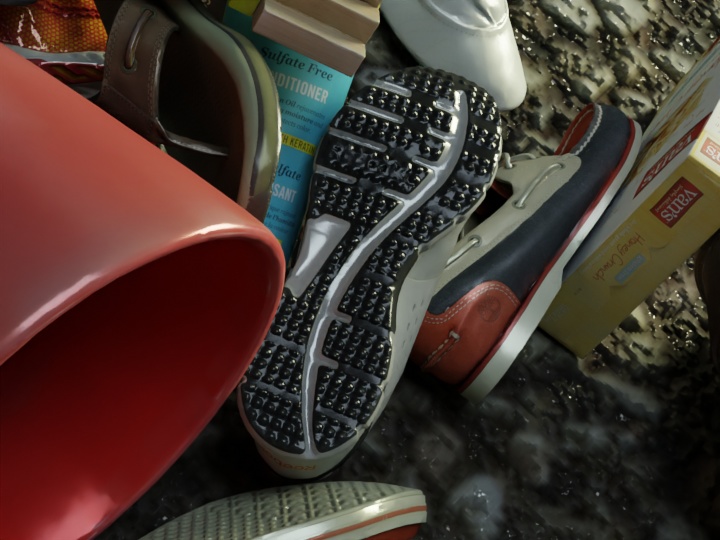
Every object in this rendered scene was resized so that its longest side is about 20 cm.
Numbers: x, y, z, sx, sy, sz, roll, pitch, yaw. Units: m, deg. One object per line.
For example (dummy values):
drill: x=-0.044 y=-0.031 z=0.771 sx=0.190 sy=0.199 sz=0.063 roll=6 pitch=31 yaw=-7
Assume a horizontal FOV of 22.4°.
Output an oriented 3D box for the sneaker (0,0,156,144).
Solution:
sneaker: x=-0.174 y=-0.104 z=0.797 sx=0.200 sy=0.073 sz=0.077 roll=17 pitch=37 yaw=-28

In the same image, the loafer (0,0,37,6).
loafer: x=-0.166 y=-0.167 z=0.776 sx=0.072 sy=0.063 sz=0.200 roll=12 pitch=20 yaw=-20

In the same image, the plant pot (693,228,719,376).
plant pot: x=0.249 y=0.081 z=0.823 sx=0.200 sy=0.200 sz=0.199 roll=18 pitch=58 yaw=-18

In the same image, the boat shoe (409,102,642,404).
boat shoe: x=0.075 y=-0.022 z=0.873 sx=0.062 sy=0.071 sz=0.200 roll=35 pitch=52 yaw=1

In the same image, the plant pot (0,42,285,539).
plant pot: x=-0.156 y=0.001 z=0.651 sx=0.177 sy=0.201 sz=0.200 roll=44 pitch=47 yaw=17

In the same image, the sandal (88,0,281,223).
sandal: x=-0.088 y=-0.082 z=0.736 sx=0.057 sy=0.080 sz=0.201 roll=-11 pitch=52 yaw=-30

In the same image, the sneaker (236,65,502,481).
sneaker: x=0.000 y=0.000 z=0.780 sx=0.074 sy=0.080 sz=0.200 roll=25 pitch=66 yaw=7

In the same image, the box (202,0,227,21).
box: x=-0.082 y=-0.252 z=0.856 sx=0.198 sy=0.200 sz=0.123 roll=40 pitch=48 yaw=3

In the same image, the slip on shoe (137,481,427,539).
slip on shoe: x=-0.049 y=0.128 z=0.703 sx=0.200 sy=0.074 sz=0.061 roll=-22 pitch=106 yaw=-45

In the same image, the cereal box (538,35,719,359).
cereal box: x=0.166 y=-0.061 z=0.900 sx=0.039 sy=0.144 sz=0.200 roll=38 pitch=47 yaw=-1

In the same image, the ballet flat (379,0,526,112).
ballet flat: x=0.030 y=-0.174 z=0.954 sx=0.069 sy=0.069 sz=0.200 roll=-21 pitch=71 yaw=-38

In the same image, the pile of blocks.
pile of blocks: x=-0.065 y=-0.162 z=0.723 sx=0.200 sy=0.062 sz=0.082 roll=36 pitch=31 yaw=3

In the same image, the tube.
tube: x=-0.036 y=-0.079 z=0.787 sx=0.077 sy=0.050 sz=0.201 roll=17 pitch=86 yaw=-25
